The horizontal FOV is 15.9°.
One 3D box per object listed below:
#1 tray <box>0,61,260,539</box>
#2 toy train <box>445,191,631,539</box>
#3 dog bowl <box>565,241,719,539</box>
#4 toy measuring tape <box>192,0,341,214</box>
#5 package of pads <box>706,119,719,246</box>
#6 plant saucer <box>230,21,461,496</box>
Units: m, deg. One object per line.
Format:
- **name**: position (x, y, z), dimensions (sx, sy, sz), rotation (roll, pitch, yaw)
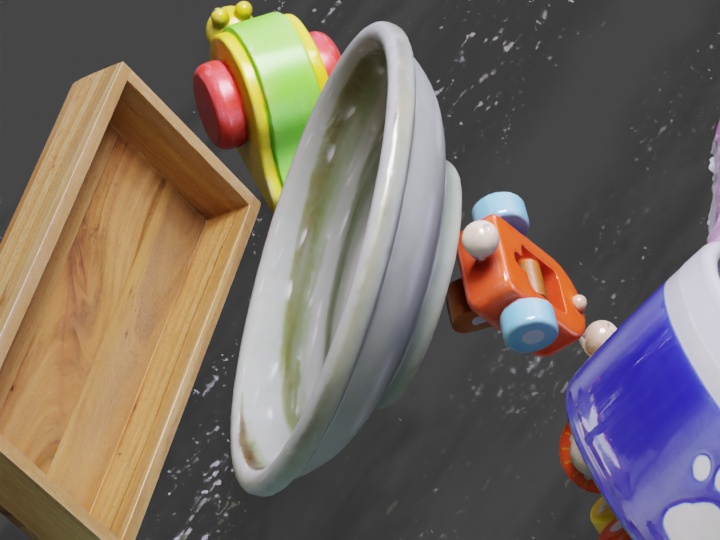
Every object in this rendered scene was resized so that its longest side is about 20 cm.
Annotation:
- **tray**: position (-0.112, 0.018, 1.092), dimensions (0.037, 0.099, 0.200), rotation (-19, 39, 37)
- **toy train**: position (0.084, 0.074, 1.035), dimensions (0.056, 0.150, 0.200), rotation (-31, 52, 23)
- **dog bowl**: position (0.173, 0.087, 0.972), dimensions (0.079, 0.200, 0.200), rotation (-44, 54, 17)
- **toy measuring tape**: position (-0.026, -0.058, 1.170), dimensions (0.074, 0.074, 0.200), rotation (-19, 53, -15)
- **package of pads**: position (0.243, 0.005, 1.118), dimensions (0.200, 0.076, 0.121), rotation (10, 54, 8)
- **plant saucer**: position (0.000, 0.000, 1.054), dimensions (0.050, 0.200, 0.200), rotation (16, 49, -13)
